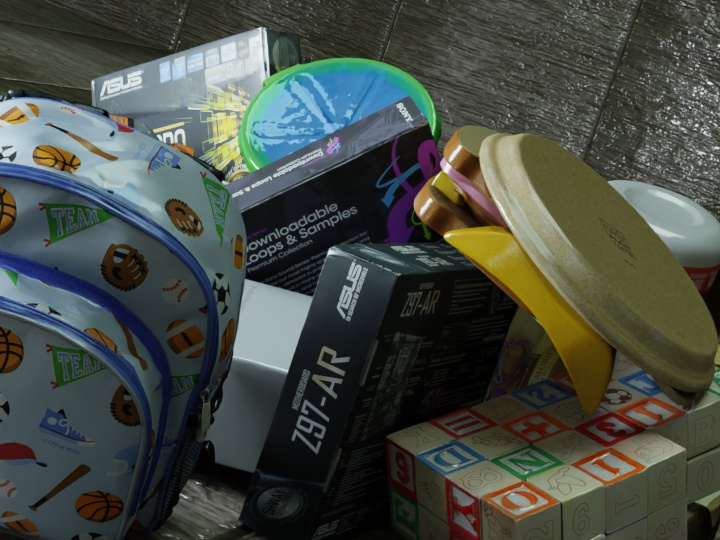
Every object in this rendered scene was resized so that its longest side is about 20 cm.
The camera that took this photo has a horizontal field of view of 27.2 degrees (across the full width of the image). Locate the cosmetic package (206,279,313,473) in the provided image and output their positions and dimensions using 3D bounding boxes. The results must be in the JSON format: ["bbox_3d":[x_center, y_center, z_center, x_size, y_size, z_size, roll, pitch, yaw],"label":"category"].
[{"bbox_3d":[-0.125,0.042,0.855,0.199,0.072,0.101,14,25,4],"label":"cosmetic package"}]

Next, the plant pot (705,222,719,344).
[{"bbox_3d":[0.306,0.070,1.294,0.200,0.196,0.194,21,5,-47],"label":"plant pot"}]

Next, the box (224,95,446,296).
[{"bbox_3d":[0.000,0.000,0.939,0.036,0.143,0.200,61,-4,45],"label":"box"}]

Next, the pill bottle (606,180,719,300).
[{"bbox_3d":[0.201,0.038,1.164,0.112,0.201,0.113,14,25,-7],"label":"pill bottle"}]

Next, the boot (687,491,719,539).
[{"bbox_3d":[0.135,0.143,0.911,0.154,0.072,0.200,21,11,20],"label":"boot"}]

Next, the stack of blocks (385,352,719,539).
[{"bbox_3d":[0.128,0.107,0.817,0.199,0.059,0.115,-17,24,-30],"label":"stack of blocks"}]

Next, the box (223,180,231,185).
[{"bbox_3d":[-0.169,-0.017,0.988,0.199,0.109,0.128,17,-10,-11],"label":"box"}]

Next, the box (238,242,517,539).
[{"bbox_3d":[0.021,0.066,0.851,0.043,0.161,0.200,23,12,24],"label":"box"}]

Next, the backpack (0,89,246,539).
[{"bbox_3d":[-0.146,0.023,0.693,0.199,0.191,0.154,17,27,-7],"label":"backpack"}]

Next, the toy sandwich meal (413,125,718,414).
[{"bbox_3d":[0.116,0.000,0.839,0.205,0.070,0.205,38,24,-20],"label":"toy sandwich meal"}]

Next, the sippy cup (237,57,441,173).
[{"bbox_3d":[-0.010,-0.057,1.049,0.139,0.131,0.178,0,49,5],"label":"sippy cup"}]

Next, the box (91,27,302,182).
[{"bbox_3d":[-0.129,-0.093,1.194,0.199,0.162,0.049,-8,-8,37],"label":"box"}]

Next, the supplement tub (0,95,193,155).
[{"bbox_3d":[-0.230,-0.062,1.108,0.199,0.123,0.123,10,12,-12],"label":"supplement tub"}]

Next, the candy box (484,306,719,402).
[{"bbox_3d":[0.174,0.095,1.078,0.199,0.117,0.056,12,21,-30],"label":"candy box"}]
